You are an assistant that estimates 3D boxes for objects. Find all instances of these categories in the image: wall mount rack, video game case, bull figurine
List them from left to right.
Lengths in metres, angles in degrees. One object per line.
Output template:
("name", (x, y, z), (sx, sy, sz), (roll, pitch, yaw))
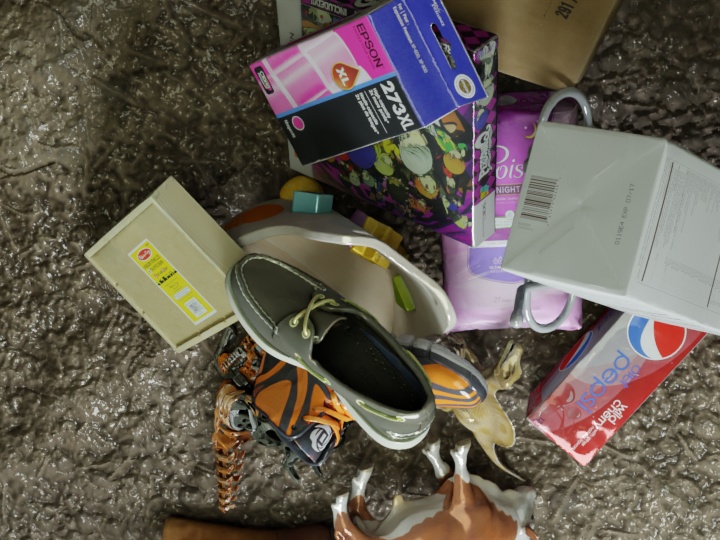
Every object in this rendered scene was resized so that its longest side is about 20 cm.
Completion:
("video game case", (0.020, -0.131, 1.217), (0.199, 0.036, 0.182), (25, 136, 31))
("bull figurine", (0.065, 0.217, 1.351), (0.199, 0.065, 0.122), (-22, 104, -11))
("wall mount rack", (0.157, -0.037, 1.185), (0.074, 0.173, 0.202), (17, 111, 45))

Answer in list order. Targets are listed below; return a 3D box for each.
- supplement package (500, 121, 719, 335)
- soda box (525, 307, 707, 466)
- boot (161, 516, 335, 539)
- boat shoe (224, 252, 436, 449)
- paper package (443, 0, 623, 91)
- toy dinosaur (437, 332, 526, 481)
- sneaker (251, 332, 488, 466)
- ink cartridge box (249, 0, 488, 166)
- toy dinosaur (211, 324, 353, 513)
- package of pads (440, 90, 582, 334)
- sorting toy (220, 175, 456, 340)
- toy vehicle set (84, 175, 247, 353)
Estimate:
("supplement package", (0.212, -0.024, 1.117), (0.109, 0.199, 0.115), (14, 87, 41))
("soda box", (0.231, 0.069, 1.316), (0.070, 0.063, 0.200), (38, 108, -5))
("boot", (-0.098, 0.311, 1.375), (0.198, 0.190, 0.069), (1, 152, 4))
("boat shoe", (-0.021, 0.051, 1.168), (0.201, 0.060, 0.072), (41, 66, 11))
("paper package", (0.118, -0.254, 1.166), (0.189, 0.104, 0.200), (18, 145, 0))
("toy dinosaur", (0.100, 0.121, 1.326), (0.101, 0.058, 0.201), (43, 155, 30))
("sneaker", (0.001, 0.110, 1.236), (0.199, 0.113, 0.078), (8, 149, 31))
("ink cartridge box", (0.002, -0.146, 1.168), (0.199, 0.037, 0.095), (-14, 109, 48))
("toy dinosaur", (-0.081, 0.119, 1.366), (0.135, 0.102, 0.201), (27, 124, 23))
("package of pads", (0.126, -0.047, 1.288), (0.120, 0.076, 0.202), (-2, 107, 4))
("sorting toy", (0.000, 0.000, 1.243), (0.200, 0.180, 0.107), (36, 81, -20))
("toy vehicle set", (-0.156, 0.000, 1.289), (0.124, 0.200, 0.027), (47, 62, -8))
